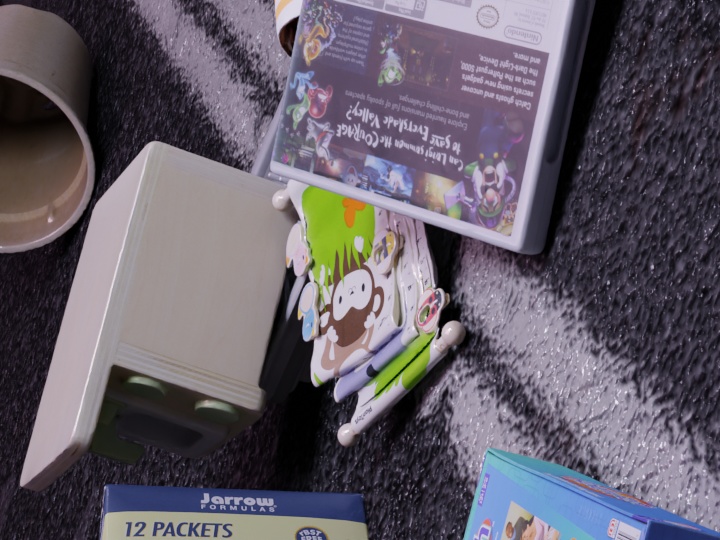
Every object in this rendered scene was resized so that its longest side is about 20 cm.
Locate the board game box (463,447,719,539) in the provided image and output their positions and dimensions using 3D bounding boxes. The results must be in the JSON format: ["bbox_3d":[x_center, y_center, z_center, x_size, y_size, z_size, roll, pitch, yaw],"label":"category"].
[{"bbox_3d":[0.086,0.167,1.160,0.200,0.045,0.153,-162,86,-73],"label":"board game box"}]

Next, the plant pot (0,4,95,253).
[{"bbox_3d":[-0.331,-0.150,2.525,0.184,0.200,0.201,-80,14,-56],"label":"plant pot"}]

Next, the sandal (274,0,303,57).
[{"bbox_3d":[-0.020,-0.176,1.568,0.079,0.059,0.207,106,177,-53],"label":"sandal"}]

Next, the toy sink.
[{"bbox_3d":[-0.119,0.045,1.648,0.130,0.112,0.201,140,146,-63],"label":"toy sink"}]

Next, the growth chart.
[{"bbox_3d":[0.000,0.000,1.534,0.145,0.018,0.200,-51,42,39],"label":"growth chart"}]

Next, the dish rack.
[{"bbox_3d":[-0.039,-0.019,1.708,0.200,0.043,0.172,-104,32,-57],"label":"dish rack"}]

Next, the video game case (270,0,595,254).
[{"bbox_3d":[0.039,-0.119,1.412,0.200,0.023,0.182,19,101,45],"label":"video game case"}]

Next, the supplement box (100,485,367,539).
[{"bbox_3d":[-0.067,0.247,1.332,0.200,0.134,0.200,-98,14,-50],"label":"supplement box"}]
